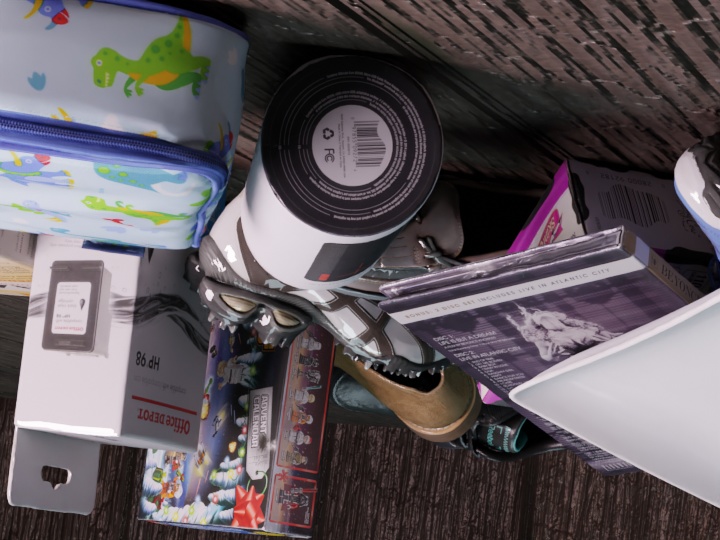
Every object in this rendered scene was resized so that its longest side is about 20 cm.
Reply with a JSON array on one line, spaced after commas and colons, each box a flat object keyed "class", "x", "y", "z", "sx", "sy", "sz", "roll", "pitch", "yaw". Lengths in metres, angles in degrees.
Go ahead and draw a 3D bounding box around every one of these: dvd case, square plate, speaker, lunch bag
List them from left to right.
[{"class": "lunch bag", "x": -0.135, "y": -0.064, "z": 0.961, "sx": 0.160, "sy": 0.083, "sz": 0.200, "roll": 10, "pitch": 171, "yaw": -9}, {"class": "speaker", "x": -0.013, "y": -0.041, "z": 1.035, "sx": 0.081, "sy": 0.082, "sz": 0.200, "roll": 7, "pitch": 172, "yaw": -5}, {"class": "dvd case", "x": 0.126, "y": 0.045, "z": 1.107, "sx": 0.148, "sy": 0.016, "sz": 0.200, "roll": -14, "pitch": 142, "yaw": 40}, {"class": "square plate", "x": 0.207, "y": 0.059, "z": 1.057, "sx": 0.199, "sy": 0.029, "sz": 0.198, "roll": 27, "pitch": 145, "yaw": -27}]

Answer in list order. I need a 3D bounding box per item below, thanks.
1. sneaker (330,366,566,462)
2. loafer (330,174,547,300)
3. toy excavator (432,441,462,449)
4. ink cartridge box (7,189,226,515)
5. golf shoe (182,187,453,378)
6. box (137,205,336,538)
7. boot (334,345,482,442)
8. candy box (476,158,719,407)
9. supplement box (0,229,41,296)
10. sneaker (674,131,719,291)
[{"class": "sneaker", "x": 0.071, "y": 0.079, "z": 1.451, "sx": 0.199, "sy": 0.079, "sz": 0.076, "roll": 0, "pitch": 132, "yaw": 9}, {"class": "loafer", "x": 0.057, "y": -0.026, "z": 1.197, "sx": 0.199, "sy": 0.072, "sz": 0.063, "roll": 2, "pitch": 153, "yaw": -20}, {"class": "toy excavator", "x": 0.049, "y": 0.039, "z": 1.559, "sx": 0.194, "sy": 0.201, "sz": 0.100, "roll": -37, "pitch": -166, "yaw": -28}, {"class": "ink cartridge box", "x": -0.134, "y": 0.037, "z": 1.246, "sx": 0.066, "sy": 0.201, "sz": 0.116, "roll": 3, "pitch": 173, "yaw": 18}, {"class": "golf shoe", "x": 0.000, "y": 0.000, "z": 1.258, "sx": 0.199, "sy": 0.095, "sz": 0.078, "roll": 13, "pitch": -158, "yaw": -42}, {"class": "box", "x": -0.072, "y": 0.059, "z": 1.362, "sx": 0.040, "sy": 0.201, "sz": 0.137, "roll": 14, "pitch": 168, "yaw": -38}, {"class": "boot", "x": -0.011, "y": 0.027, "z": 1.386, "sx": 0.200, "sy": 0.074, "sz": 0.075, "roll": 35, "pitch": 173, "yaw": 28}, {"class": "candy box", "x": 0.174, "y": 0.021, "z": 1.183, "sx": 0.199, "sy": 0.061, "sz": 0.137, "roll": 8, "pitch": 137, "yaw": -21}, {"class": "supplement box", "x": -0.221, "y": -0.032, "z": 1.277, "sx": 0.125, "sy": 0.074, "sz": 0.200, "roll": 4, "pitch": 172, "yaw": 19}, {"class": "sneaker", "x": 0.197, "y": 0.000, "z": 1.056, "sx": 0.077, "sy": 0.076, "sz": 0.200, "roll": -28, "pitch": 142, "yaw": 24}]
